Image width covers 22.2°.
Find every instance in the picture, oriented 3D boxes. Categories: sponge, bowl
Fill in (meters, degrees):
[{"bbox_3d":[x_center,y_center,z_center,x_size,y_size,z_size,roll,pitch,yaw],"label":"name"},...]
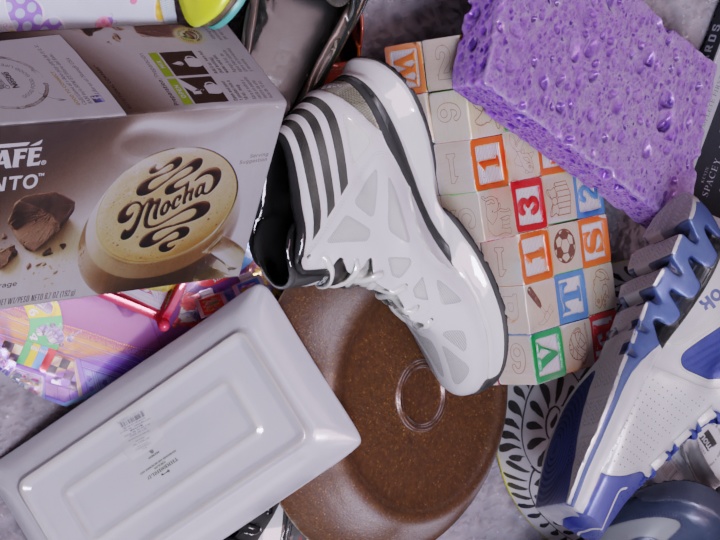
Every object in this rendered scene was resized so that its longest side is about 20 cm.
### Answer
[{"bbox_3d":[0.132,-0.112,1.050,0.199,0.030,0.112,31,67,-41],"label":"sponge"},{"bbox_3d":[0.192,0.099,1.148,0.199,0.094,0.203,-4,101,-20],"label":"bowl"}]

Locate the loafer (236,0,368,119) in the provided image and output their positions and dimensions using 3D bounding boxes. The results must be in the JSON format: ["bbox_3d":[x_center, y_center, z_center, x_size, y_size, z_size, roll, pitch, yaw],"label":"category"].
[{"bbox_3d":[-0.031,-0.137,0.971,0.071,0.063,0.201,17,99,-11],"label":"loafer"}]

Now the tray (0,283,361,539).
[{"bbox_3d":[-0.107,0.104,1.012,0.199,0.022,0.108,-34,83,12],"label":"tray"}]

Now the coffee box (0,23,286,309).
[{"bbox_3d":[-0.149,-0.051,0.892,0.199,0.080,0.114,-7,132,-33],"label":"coffee box"}]

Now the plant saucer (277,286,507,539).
[{"bbox_3d":[0.025,0.072,1.068,0.199,0.036,0.202,0,90,-43],"label":"plant saucer"}]

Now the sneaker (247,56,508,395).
[{"bbox_3d":[0.000,0.000,0.977,0.115,0.075,0.202,-36,114,-29],"label":"sneaker"}]

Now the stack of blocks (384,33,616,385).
[{"bbox_3d":[0.085,-0.037,1.061,0.115,0.058,0.202,-14,98,-45],"label":"stack of blocks"}]

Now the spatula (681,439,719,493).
[{"bbox_3d":[0.207,0.122,1.095,0.056,0.021,0.200,-41,112,-12],"label":"spatula"}]

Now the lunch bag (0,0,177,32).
[{"bbox_3d":[-0.197,-0.165,0.932,0.169,0.127,0.201,-22,98,-18],"label":"lunch bag"}]

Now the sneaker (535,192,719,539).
[{"bbox_3d":[0.188,0.068,1.031,0.115,0.081,0.201,28,80,-7],"label":"sneaker"}]

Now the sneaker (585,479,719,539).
[{"bbox_3d":[0.144,0.202,1.100,0.070,0.082,0.200,37,125,-14],"label":"sneaker"}]

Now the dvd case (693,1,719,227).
[{"bbox_3d":[0.294,-0.081,1.189,0.199,0.025,0.151,19,93,-24],"label":"dvd case"}]

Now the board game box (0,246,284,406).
[{"bbox_3d":[-0.131,-0.014,1.012,0.199,0.039,0.159,-22,107,-6],"label":"board game box"}]

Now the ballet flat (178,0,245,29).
[{"bbox_3d":[-0.079,-0.210,0.954,0.067,0.067,0.201,34,46,-26],"label":"ballet flat"}]

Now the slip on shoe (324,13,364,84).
[{"bbox_3d":[-0.028,-0.108,1.040,0.074,0.061,0.202,-9,105,-21],"label":"slip on shoe"}]

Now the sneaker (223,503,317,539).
[{"bbox_3d":[-0.075,0.169,1.061,0.098,0.071,0.202,26,91,-46],"label":"sneaker"}]
